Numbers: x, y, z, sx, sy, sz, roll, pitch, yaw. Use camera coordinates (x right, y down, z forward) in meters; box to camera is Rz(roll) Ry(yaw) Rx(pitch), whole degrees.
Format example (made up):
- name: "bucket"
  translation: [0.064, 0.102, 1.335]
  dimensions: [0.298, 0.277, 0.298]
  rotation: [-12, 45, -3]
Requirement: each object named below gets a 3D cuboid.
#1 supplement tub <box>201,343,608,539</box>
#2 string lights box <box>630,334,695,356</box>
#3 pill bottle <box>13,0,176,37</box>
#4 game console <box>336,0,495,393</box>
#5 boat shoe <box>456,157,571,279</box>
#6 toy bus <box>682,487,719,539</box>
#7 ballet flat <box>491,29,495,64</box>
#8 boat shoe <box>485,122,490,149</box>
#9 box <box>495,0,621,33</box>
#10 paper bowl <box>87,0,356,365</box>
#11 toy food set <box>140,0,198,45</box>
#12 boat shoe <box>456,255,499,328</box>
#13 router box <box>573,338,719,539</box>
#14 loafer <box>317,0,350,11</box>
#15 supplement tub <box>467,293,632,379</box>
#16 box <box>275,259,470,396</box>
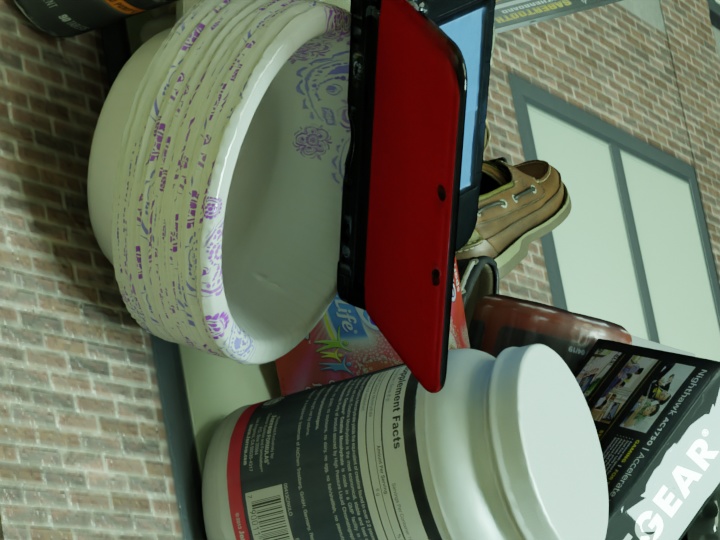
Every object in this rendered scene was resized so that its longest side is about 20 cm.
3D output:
- name: "supplement tub"
  translation: [0.025, 0.124, 1.436]
  dimensions: [0.140, 0.200, 0.141]
  rotation: [46, 36, -48]
- name: "string lights box"
  translation: [0.154, 0.140, 1.730]
  dimensions: [0.059, 0.200, 0.103]
  rotation: [17, 51, -18]
- name: "pill bottle"
  translation: [-0.095, -0.203, 1.378]
  dimensions: [0.106, 0.200, 0.106]
  rotation: [45, 36, -47]
- name: "game console"
  translation: [0.054, -0.064, 1.395]
  dimensions: [0.172, 0.119, 0.200]
  rotation: [-28, 131, -45]
- name: "boat shoe"
  translation: [0.104, -0.052, 1.888]
  dimensions: [0.068, 0.072, 0.200]
  rotation: [69, 24, -15]
- name: "toy bus"
  translation: [0.207, 0.255, 1.882]
  dimensions: [0.192, 0.135, 0.200]
  rotation: [72, 20, -49]
- name: "ballet flat"
  translation: [0.051, -0.121, 1.696]
  dimensions: [0.067, 0.064, 0.200]
  rotation: [62, 26, -26]
- name: "boat shoe"
  translation: [0.062, -0.094, 1.803]
  dimensions: [0.071, 0.064, 0.200]
  rotation: [51, 39, -47]
- name: "box"
  translation: [0.093, -0.226, 1.812]
  dimensions: [0.158, 0.200, 0.048]
  rotation: [33, 50, -56]
- name: "paper bowl"
  translation: [-0.074, -0.056, 1.398]
  dimensions: [0.201, 0.104, 0.201]
  rotation: [-47, 145, -49]
- name: "toy food set"
  translation: [-0.109, -0.173, 1.525]
  dimensions: [0.144, 0.060, 0.201]
  rotation: [52, 32, -62]
- name: "boat shoe"
  translation: [0.059, 0.073, 1.717]
  dimensions: [0.074, 0.060, 0.200]
  rotation: [60, 29, -43]
- name: "router box"
  translation: [0.135, 0.137, 1.512]
  dimensions: [0.051, 0.149, 0.200]
  rotation: [42, 77, -21]
- name: "loafer"
  translation: [0.020, -0.172, 1.612]
  dimensions: [0.200, 0.068, 0.076]
  rotation: [2, 84, -46]
- name: "supplement tub"
  translation: [0.102, 0.122, 1.636]
  dimensions: [0.107, 0.107, 0.201]
  rotation: [19, 85, -62]
- name: "box"
  translation: [0.000, 0.000, 1.553]
  dimensions: [0.100, 0.095, 0.201]
  rotation: [-39, 122, -64]
